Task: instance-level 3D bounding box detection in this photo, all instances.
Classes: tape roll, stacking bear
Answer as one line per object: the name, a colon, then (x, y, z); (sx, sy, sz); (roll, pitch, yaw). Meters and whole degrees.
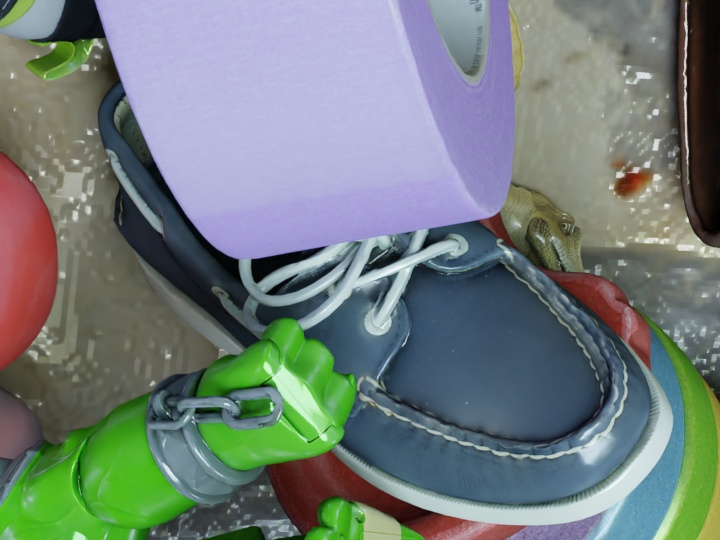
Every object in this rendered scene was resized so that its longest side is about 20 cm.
tape roll: (-0.015, -0.107, 0.645); (0.065, 0.200, 0.201); (-9, 112, 11)
stacking bear: (0.071, 0.060, 0.828); (0.114, 0.121, 0.200); (-52, 139, 8)

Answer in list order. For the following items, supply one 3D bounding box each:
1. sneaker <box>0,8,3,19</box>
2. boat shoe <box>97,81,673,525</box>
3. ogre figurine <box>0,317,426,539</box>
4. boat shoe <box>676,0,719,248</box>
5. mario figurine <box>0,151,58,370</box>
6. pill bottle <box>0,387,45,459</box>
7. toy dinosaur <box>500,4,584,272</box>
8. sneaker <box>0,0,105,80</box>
sneaker: (-0.157, -0.050, 0.677); (0.200, 0.072, 0.072); (-49, 154, -18)
boat shoe: (0.000, 0.000, 0.726); (0.075, 0.200, 0.062); (-41, 136, -14)
ogre figurine: (-0.029, 0.106, 0.724); (0.200, 0.119, 0.099); (52, 43, -44)
boat shoe: (0.128, -0.102, 0.838); (0.070, 0.070, 0.201); (-14, 111, -20)
mario figurine: (-0.180, -0.026, 0.761); (0.199, 0.106, 0.124); (23, 134, -14)
pill bottle: (-0.116, 0.145, 0.801); (0.114, 0.114, 0.201); (-23, 113, -12)
toy dinosaur: (0.009, -0.061, 0.827); (0.101, 0.058, 0.201); (-36, 123, -23)
sneaker: (-0.065, -0.153, 0.766); (0.083, 0.072, 0.201); (17, 103, -45)
